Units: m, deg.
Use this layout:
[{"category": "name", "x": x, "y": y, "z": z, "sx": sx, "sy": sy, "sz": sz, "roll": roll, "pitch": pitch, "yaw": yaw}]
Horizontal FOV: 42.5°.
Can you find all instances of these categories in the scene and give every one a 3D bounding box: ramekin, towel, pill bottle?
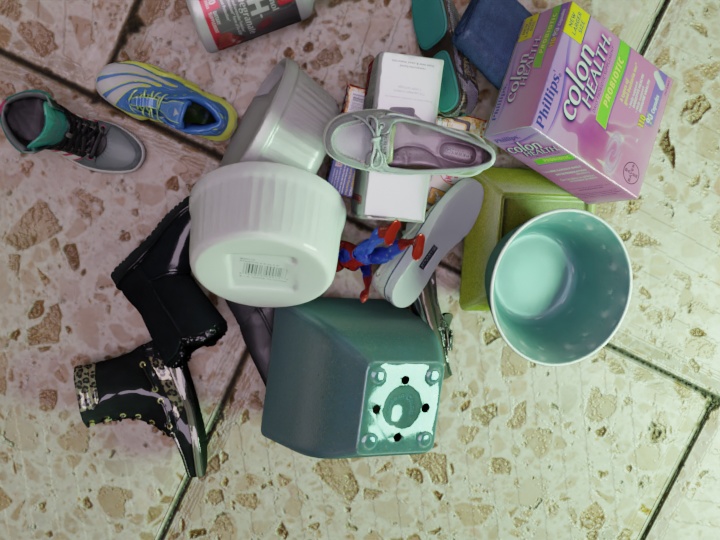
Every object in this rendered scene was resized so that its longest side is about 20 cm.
[{"category": "ramekin", "x": -0.118, "y": -0.036, "z": 1.144, "sx": 0.198, "sy": 0.201, "sz": 0.099, "roll": 5, "pitch": 60, "yaw": -4}, {"category": "towel", "x": 0.211, "y": -0.284, "z": 1.242, "sx": 0.199, "sy": 0.048, "sz": 0.112, "roll": 38, "pitch": 71, "yaw": -24}, {"category": "ramekin", "x": -0.106, "y": -0.165, "z": 1.203, "sx": 0.094, "sy": 0.202, "sz": 0.204, "roll": 27, "pitch": 95, "yaw": -17}, {"category": "pill bottle", "x": -0.127, "y": -0.369, "z": 1.212, "sx": 0.198, "sy": 0.111, "sz": 0.112, "roll": -20, "pitch": 98, "yaw": 0}]

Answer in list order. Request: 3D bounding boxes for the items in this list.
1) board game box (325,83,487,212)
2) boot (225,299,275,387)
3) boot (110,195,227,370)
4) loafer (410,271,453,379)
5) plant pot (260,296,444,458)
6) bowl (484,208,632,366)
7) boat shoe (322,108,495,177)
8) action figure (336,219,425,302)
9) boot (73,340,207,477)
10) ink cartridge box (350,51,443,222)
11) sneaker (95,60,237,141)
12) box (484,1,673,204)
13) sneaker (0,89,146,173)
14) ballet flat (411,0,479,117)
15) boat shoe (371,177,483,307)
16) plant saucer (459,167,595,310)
[{"category": "board game box", "x": 0.060, "y": -0.158, "z": 1.282, "sx": 0.198, "sy": 0.046, "sz": 0.153, "roll": 14, "pitch": 96, "yaw": -5}, {"category": "boot", "x": -0.085, "y": 0.079, "z": 1.295, "sx": 0.163, "sy": 0.066, "sz": 0.202, "roll": -25, "pitch": 97, "yaw": 2}, {"category": "boot", "x": -0.224, "y": 0.014, "z": 1.246, "sx": 0.200, "sy": 0.076, "sz": 0.169, "roll": -42, "pitch": 74, "yaw": 9}, {"category": "loafer", "x": 0.104, "y": 0.056, "z": 1.303, "sx": 0.062, "sy": 0.072, "sz": 0.202, "roll": -18, "pitch": 96, "yaw": -7}, {"category": "plant pot", "x": 0.004, "y": 0.151, "z": 1.210, "sx": 0.194, "sy": 0.199, "sz": 0.199, "roll": 4, "pitch": 98, "yaw": -29}, {"category": "bowl", "x": 0.242, "y": 0.015, "z": 1.214, "sx": 0.198, "sy": 0.105, "sz": 0.203, "roll": -3, "pitch": 100, "yaw": -15}, {"category": "boat shoe", "x": 0.056, "y": -0.146, "z": 1.079, "sx": 0.199, "sy": 0.065, "sz": 0.075, "roll": 10, "pitch": 95, "yaw": -7}, {"category": "action figure", "x": 0.000, "y": 0.000, "z": 1.194, "sx": 0.065, "sy": 0.200, "sz": 0.100, "roll": 29, "pitch": 73, "yaw": -20}, {"category": "boot", "x": -0.303, "y": 0.204, "z": 1.293, "sx": 0.152, "sy": 0.073, "sz": 0.206, "roll": -15, "pitch": 90, "yaw": -4}, {"category": "ink cartridge box", "x": 0.044, "y": -0.165, "z": 1.183, "sx": 0.082, "sy": 0.145, "sz": 0.203, "roll": 6, "pitch": 96, "yaw": -7}, {"category": "sneaker", "x": -0.259, "y": -0.229, "z": 1.225, "sx": 0.198, "sy": 0.105, "sz": 0.077, "roll": 16, "pitch": 96, "yaw": -6}, {"category": "box", "x": 0.285, "y": -0.211, "z": 1.200, "sx": 0.199, "sy": 0.096, "sz": 0.178, "roll": 27, "pitch": 76, "yaw": -26}, {"category": "sneaker", "x": -0.386, "y": -0.181, "z": 1.216, "sx": 0.198, "sy": 0.121, "sz": 0.085, "roll": 19, "pitch": 96, "yaw": -6}, {"category": "ballet flat", "x": 0.118, "y": -0.299, "z": 1.256, "sx": 0.071, "sy": 0.072, "sz": 0.203, "roll": -11, "pitch": 77, "yaw": -2}, {"category": "boat shoe", "x": 0.086, "y": -0.046, "z": 1.244, "sx": 0.201, "sy": 0.070, "sz": 0.071, "roll": -55, "pitch": 136, "yaw": -2}, {"category": "plant saucer", "x": 0.243, "y": -0.038, "z": 1.285, "sx": 0.197, "sy": 0.048, "sz": 0.203, "roll": 1, "pitch": 100, "yaw": -15}]
